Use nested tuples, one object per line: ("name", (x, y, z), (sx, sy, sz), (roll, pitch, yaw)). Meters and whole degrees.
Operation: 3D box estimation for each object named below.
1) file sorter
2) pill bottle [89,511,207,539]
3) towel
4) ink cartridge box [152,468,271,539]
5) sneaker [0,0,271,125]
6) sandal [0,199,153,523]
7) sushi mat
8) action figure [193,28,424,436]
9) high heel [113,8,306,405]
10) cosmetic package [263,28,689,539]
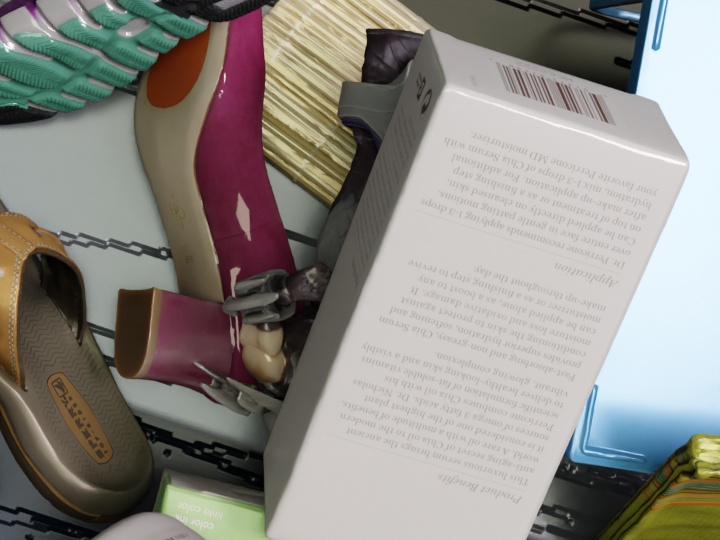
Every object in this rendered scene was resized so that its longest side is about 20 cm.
("file sorter", (0.155, -0.015, 0.965), (0.139, 0.123, 0.200), (10, 92, -13))
("pill bottle", (-0.031, 0.185, 0.807), (0.200, 0.112, 0.112), (34, 85, 21))
("towel", (0.153, 0.108, 0.937), (0.086, 0.200, 0.018), (7, 69, -5))
("ink cartridge box", (-0.077, 0.191, 0.947), (0.067, 0.117, 0.200), (14, 87, -5))
("sneaker", (-0.115, -0.130, 0.958), (0.200, 0.074, 0.088), (-21, 65, 26))
("sandal", (-0.147, 0.018, 0.958), (0.200, 0.055, 0.082), (57, 40, -4))
("sushi mat", (0.033, -0.053, 1.018), (0.200, 0.012, 0.096), (36, 84, -4))
("action figure", (0.000, 0.000, 0.956), (0.069, 0.130, 0.200), (14, 85, 36))
("high heel", (-0.050, -0.041, 0.991), (0.096, 0.067, 0.200), (11, 91, -36))
("cosmetic package", (0.040, 0.019, 0.872), (0.101, 0.071, 0.200), (17, 111, -12))
